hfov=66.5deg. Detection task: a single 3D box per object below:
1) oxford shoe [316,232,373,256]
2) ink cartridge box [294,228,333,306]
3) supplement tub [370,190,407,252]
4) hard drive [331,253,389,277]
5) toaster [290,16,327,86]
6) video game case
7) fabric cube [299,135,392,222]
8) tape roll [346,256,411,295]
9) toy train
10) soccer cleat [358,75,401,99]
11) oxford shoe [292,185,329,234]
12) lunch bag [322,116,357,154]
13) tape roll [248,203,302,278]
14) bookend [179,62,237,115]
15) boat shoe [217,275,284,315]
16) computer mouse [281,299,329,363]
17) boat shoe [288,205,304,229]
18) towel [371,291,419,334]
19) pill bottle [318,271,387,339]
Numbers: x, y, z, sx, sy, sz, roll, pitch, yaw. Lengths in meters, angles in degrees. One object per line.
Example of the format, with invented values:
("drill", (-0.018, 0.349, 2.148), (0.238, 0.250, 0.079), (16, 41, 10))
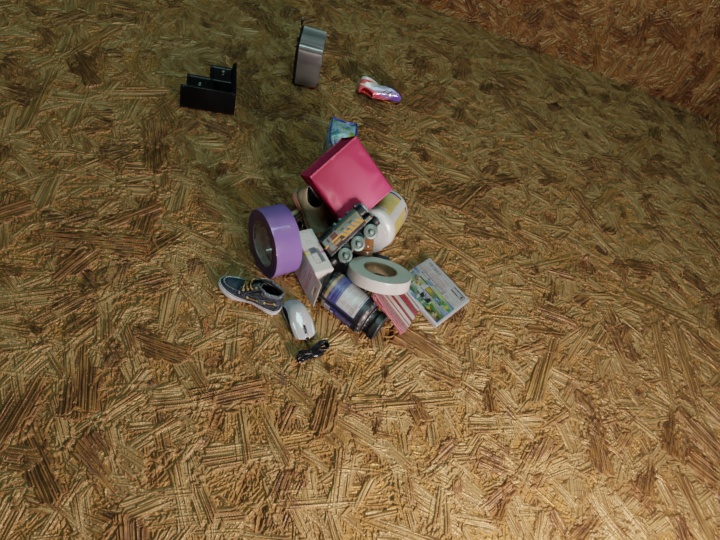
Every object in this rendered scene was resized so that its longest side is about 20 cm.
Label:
("oxford shoe", (-0.051, -0.102, 1.736), (0.194, 0.073, 0.071), (11, 18, 6))
("ink cartridge box", (-0.145, -0.008, 1.644), (0.066, 0.118, 0.203), (-12, 58, -30))
("supplement tub", (0.062, -0.163, 1.813), (0.143, 0.147, 0.201), (30, 40, 5))
("hard drive", (0.000, 0.000, 1.743), (0.195, 0.043, 0.138), (8, 51, -15))
("toaster", (-0.211, -0.890, 2.260), (0.115, 0.202, 0.184), (10, 49, -7))
("video game case", (0.234, 0.069, 1.794), (0.180, 0.022, 0.201), (-29, 69, -36))
("fabric cube", (-0.050, -0.283, 1.749), (0.195, 0.200, 0.200), (-41, 109, -3))
("tape roll", (0.057, 0.013, 1.641), (0.197, 0.038, 0.204), (11, 21, -4))
("toy train", (-0.034, -0.108, 1.647), (0.199, 0.085, 0.114), (-42, 103, -3))
("soccer cleat", (0.083, -0.766, 2.374), (0.196, 0.068, 0.075), (23, 72, -8))
("oxford shoe", (-0.143, -0.177, 1.756), (0.202, 0.073, 0.071), (57, 49, -21))
("lunch bag", (-0.078, -0.408, 1.950), (0.124, 0.172, 0.203), (13, 49, -6))
("tape roll", (-0.252, -0.087, 1.610), (0.083, 0.202, 0.202), (-16, 60, -31))
("bookend", (-0.560, -0.690, 2.038), (0.193, 0.093, 0.204), (5, 51, -17))
("boat shoe", (-0.307, 0.047, 1.555), (0.196, 0.092, 0.072), (23, 48, -2))
("computer mouse", (-0.166, 0.158, 1.554), (0.107, 0.044, 0.202), (-14, 60, -28))
("boat shoe", (-0.211, -0.169, 1.790), (0.201, 0.074, 0.076), (-35, 102, -43))
("towel", (0.107, 0.098, 1.647), (0.145, 0.023, 0.200), (53, 24, 0))
("pill bottle", (-0.020, 0.107, 1.606), (0.199, 0.113, 0.112), (38, 50, 9))
